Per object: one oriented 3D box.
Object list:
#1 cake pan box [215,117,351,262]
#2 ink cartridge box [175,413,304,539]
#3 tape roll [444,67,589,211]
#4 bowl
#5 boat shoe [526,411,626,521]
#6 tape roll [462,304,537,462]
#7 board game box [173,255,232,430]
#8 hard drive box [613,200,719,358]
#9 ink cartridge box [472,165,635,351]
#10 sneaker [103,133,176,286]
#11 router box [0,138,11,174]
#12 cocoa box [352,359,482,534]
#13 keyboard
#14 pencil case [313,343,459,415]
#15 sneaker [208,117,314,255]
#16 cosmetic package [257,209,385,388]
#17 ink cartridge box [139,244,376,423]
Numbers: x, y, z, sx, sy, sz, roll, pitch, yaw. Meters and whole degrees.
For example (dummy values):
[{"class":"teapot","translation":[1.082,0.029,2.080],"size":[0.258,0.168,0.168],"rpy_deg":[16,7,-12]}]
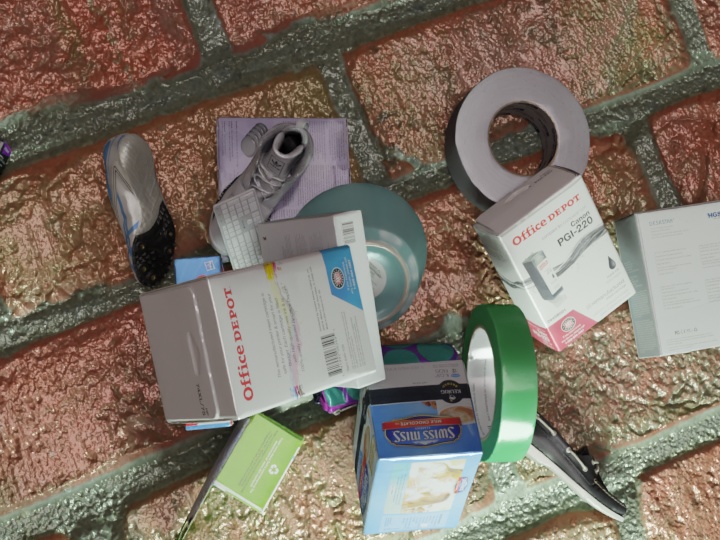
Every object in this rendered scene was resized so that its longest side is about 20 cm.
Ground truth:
[{"class":"cake pan box","translation":[-0.103,-0.106,1.386],"size":[0.181,0.052,0.204],"rpy_deg":[-3,84,-7]},{"class":"ink cartridge box","translation":[-0.157,0.278,1.282],"size":[0.075,0.148,0.202],"rpy_deg":[30,81,-5]},{"class":"tape roll","translation":[0.220,-0.179,1.439],"size":[0.196,0.066,0.204],"rpy_deg":[1,82,-9]},{"class":"bowl","translation":[0.000,0.000,1.321],"size":[0.197,0.105,0.204],"rpy_deg":[-3,113,-8]},{"class":"boat shoe","translation":[0.290,0.264,1.396],"size":[0.199,0.074,0.061],"rpy_deg":[38,84,5]},{"class":"tape roll","translation":[0.177,0.145,1.323],"size":[0.047,0.200,0.204],"rpy_deg":[0,83,-8]},{"class":"board game box","translation":[-0.191,0.094,1.270],"size":[0.055,0.200,0.200],"rpy_deg":[-4,84,-6]},{"class":"hard drive box","translation":[0.461,0.012,1.449],"size":[0.153,0.077,0.204],"rpy_deg":[-7,85,-10]},{"class":"ink cartridge box","translation":[0.263,-0.018,1.378],"size":[0.145,0.085,0.202],"rpy_deg":[-35,111,-8]},{"class":"sneaker","translation":[-0.296,-0.080,1.352],"size":[0.071,0.072,0.204],"rpy_deg":[-15,98,-38]},{"class":"router box","translation":[-0.575,-0.136,1.312],"size":[0.197,0.051,0.151],"rpy_deg":[24,78,-6]},{"class":"cocoa box","translation":[0.066,0.225,1.279],"size":[0.131,0.202,0.133],"rpy_deg":[-2,51,-8]},{"class":"keyboard","translation":[-0.143,-0.029,1.308],"size":[0.055,0.201,0.011],"rpy_deg":[-20,54,-8]},{"class":"pencil case","translation":[0.037,0.144,1.360],"size":[0.196,0.085,0.094],"rpy_deg":[-2,68,-9]},{"class":"sneaker","translation":[-0.126,-0.112,1.299],"size":[0.075,0.115,0.201],"rpy_deg":[36,80,-3]},{"class":"cosmetic package","translation":[-0.049,0.035,1.228],"size":[0.051,0.149,0.204],"rpy_deg":[-13,97,-43]},{"class":"ink cartridge box","translation":[-0.112,0.069,1.120],"size":[0.198,0.145,0.149],"rpy_deg":[-13,91,-42]}]
